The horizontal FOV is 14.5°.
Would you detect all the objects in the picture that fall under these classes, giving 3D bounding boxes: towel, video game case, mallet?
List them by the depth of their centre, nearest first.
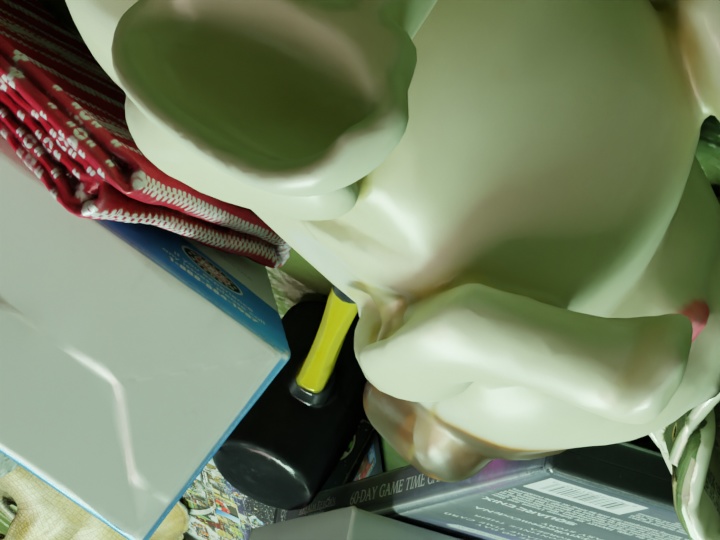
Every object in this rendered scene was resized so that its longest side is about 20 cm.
[{"bbox_3d":[-0.110,-0.072,0.736,0.200,0.023,0.145,42,-174,14],"label":"towel"},{"bbox_3d":[0.000,0.000,0.874,0.041,0.066,0.200,27,141,2],"label":"mallet"},{"bbox_3d":[0.074,0.089,0.920,0.142,0.019,0.200,18,163,-22],"label":"video game case"}]

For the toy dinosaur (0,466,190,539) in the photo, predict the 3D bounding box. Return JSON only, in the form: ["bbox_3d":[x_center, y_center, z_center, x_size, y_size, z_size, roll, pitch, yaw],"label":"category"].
[{"bbox_3d":[-0.115,0.089,1.070,0.200,0.058,0.101,35,142,-29],"label":"toy dinosaur"}]

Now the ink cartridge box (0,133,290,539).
[{"bbox_3d":[-0.091,-0.010,0.795,0.116,0.067,0.200,36,-173,-13],"label":"ink cartridge box"}]

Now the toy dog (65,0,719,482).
[{"bbox_3d":[0.018,-0.026,0.673,0.193,0.140,0.200,9,151,39],"label":"toy dog"}]

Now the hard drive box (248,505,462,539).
[{"bbox_3d":[0.050,0.181,0.936,0.199,0.157,0.077,18,162,-25],"label":"hard drive box"}]

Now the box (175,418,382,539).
[{"bbox_3d":[-0.055,0.091,1.098,0.136,0.038,0.200,23,155,15],"label":"box"}]

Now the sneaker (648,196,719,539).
[{"bbox_3d":[0.098,0.033,0.750,0.067,0.090,0.200,38,155,-21],"label":"sneaker"}]

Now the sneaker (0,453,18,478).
[{"bbox_3d":[-0.161,-0.021,0.949,0.105,0.076,0.201,22,138,34],"label":"sneaker"}]
